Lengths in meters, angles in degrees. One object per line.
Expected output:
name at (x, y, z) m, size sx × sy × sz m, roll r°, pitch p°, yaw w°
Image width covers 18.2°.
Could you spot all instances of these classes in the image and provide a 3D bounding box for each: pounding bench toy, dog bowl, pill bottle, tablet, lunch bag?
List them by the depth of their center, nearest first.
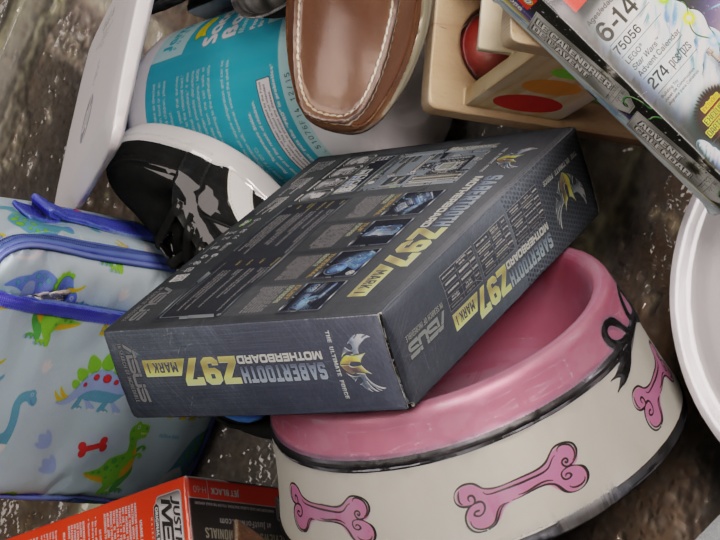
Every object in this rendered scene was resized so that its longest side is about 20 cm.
dog bowl at (0.046, 0.057, 1.039) m, size 0.199 × 0.200 × 0.074 m, roll 1°, pitch 120°, yaw 44°
pounding bench toy at (0.143, -0.132, 1.051) m, size 0.156 × 0.198 × 0.125 m, roll 148°, pitch 129°, yaw -73°
pill bottle at (-0.052, -0.090, 1.232) m, size 0.199 × 0.110 × 0.112 m, roll -14°, pitch 71°, yaw 41°
tablet at (-0.141, -0.102, 1.241) m, size 0.200 × 0.014 × 0.131 m, roll 139°, pitch 143°, yaw -69°
lunch bag at (-0.162, 0.046, 1.245) m, size 0.082 × 0.199 × 0.162 m, roll 32°, pitch 104°, yaw 43°

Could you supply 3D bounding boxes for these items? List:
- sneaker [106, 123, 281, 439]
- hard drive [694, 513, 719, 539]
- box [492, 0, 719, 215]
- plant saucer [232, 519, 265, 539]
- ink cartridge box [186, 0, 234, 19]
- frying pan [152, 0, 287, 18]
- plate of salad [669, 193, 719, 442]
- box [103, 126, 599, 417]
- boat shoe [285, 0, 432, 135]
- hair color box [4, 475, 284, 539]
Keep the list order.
sneaker at (-0.070, 0.012, 1.164) m, size 0.199 × 0.112 × 0.073 m, roll 35°, pitch 142°, yaw 7°
hard drive at (0.197, 0.194, 0.916) m, size 0.140 × 0.033 × 0.200 m, roll -45°, pitch 66°, yaw -1°
box at (0.168, -0.143, 0.957) m, size 0.200 × 0.137 × 0.040 m, roll -49°, pitch 4°, yaw -16°
plant saucer at (-0.045, 0.218, 1.043) m, size 0.200 × 0.036 × 0.203 m, roll -178°, pitch 90°, yaw -86°
ink cartridge box at (-0.044, -0.242, 1.277) m, size 0.175 × 0.083 × 0.202 m, roll -16°, pitch 71°, yaw 41°
frying pan at (-0.050, -0.154, 1.165) m, size 0.190 × 0.031 × 0.116 m, roll -40°, pitch 34°, yaw 31°
plate of salad at (0.232, 0.010, 0.971) m, size 0.198 × 0.048 × 0.202 m, roll -2°, pitch 84°, yaw 24°
box at (0.000, 0.000, 1.047) m, size 0.157 × 0.200 × 0.051 m, roll -6°, pitch 114°, yaw 35°
boat shoe at (-0.004, -0.166, 1.052) m, size 0.075 × 0.072 × 0.202 m, roll 6°, pitch 88°, yaw 18°
hair color box at (-0.125, 0.170, 1.253) m, size 0.199 × 0.101 × 0.062 m, roll -21°, pitch 67°, yaw 39°
